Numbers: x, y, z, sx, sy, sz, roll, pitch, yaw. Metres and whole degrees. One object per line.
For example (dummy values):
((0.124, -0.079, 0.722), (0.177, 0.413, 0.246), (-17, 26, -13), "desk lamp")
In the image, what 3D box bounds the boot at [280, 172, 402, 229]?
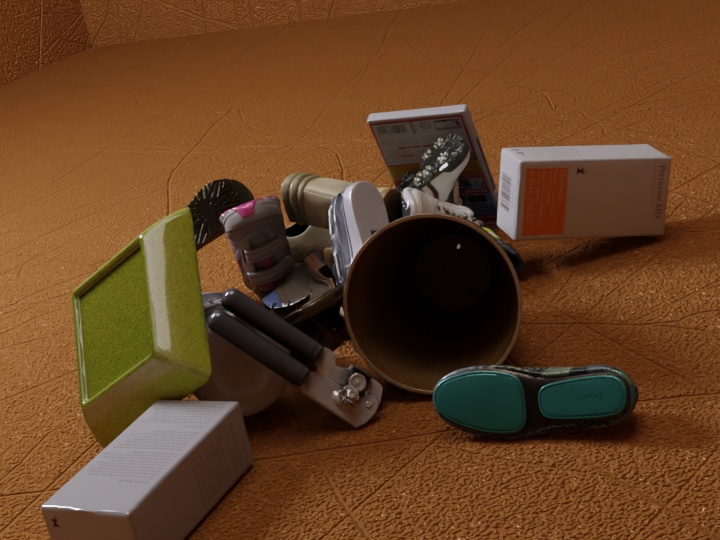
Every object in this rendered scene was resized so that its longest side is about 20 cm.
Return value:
((-0.008, -0.071, 1.683), (0.154, 0.074, 0.200), (11, -7, 20), "boot")

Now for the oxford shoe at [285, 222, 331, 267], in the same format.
((-0.041, -0.049, 1.784), (0.198, 0.075, 0.071), (-19, 21, -18), "oxford shoe")

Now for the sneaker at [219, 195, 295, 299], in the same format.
((-0.120, -0.025, 1.644), (0.081, 0.089, 0.200), (-21, -24, -1), "sneaker")

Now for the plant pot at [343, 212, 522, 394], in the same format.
((0.090, 0.020, 1.415), (0.184, 0.188, 0.200), (-8, 7, 12), "plant pot")

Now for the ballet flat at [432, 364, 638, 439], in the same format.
((0.169, 0.124, 1.237), (0.198, 0.075, 0.074), (0, 23, 25), "ballet flat")

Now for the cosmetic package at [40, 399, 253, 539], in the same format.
((-0.194, 0.199, 1.216), (0.101, 0.072, 0.200), (-2, 22, 28), "cosmetic package")

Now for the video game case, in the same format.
((0.105, -0.138, 1.765), (0.142, 0.201, 0.018), (-2, 45, 25), "video game case")

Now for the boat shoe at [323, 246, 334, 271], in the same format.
((0.009, 0.000, 1.630), (0.069, 0.071, 0.200), (-16, 19, -11), "boat shoe")

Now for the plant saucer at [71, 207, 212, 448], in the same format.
((-0.243, 0.059, 1.362), (0.048, 0.201, 0.199), (15, -37, -41), "plant saucer")

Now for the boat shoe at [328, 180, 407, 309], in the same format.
((0.000, 0.000, 1.507), (0.071, 0.202, 0.068), (0, -17, -40), "boat shoe")

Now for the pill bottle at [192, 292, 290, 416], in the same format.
((-0.154, 0.085, 1.424), (0.112, 0.114, 0.200), (-18, 12, -17), "pill bottle")

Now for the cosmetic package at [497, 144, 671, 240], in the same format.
((0.276, -0.097, 1.607), (0.198, 0.103, 0.071), (-3, 19, -13), "cosmetic package")

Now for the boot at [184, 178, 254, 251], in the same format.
((-0.246, -0.029, 1.724), (0.175, 0.066, 0.200), (-36, -4, -42), "boot")

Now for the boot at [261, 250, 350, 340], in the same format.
((-0.059, 0.054, 1.567), (0.097, 0.075, 0.200), (-34, 25, 1), "boot")

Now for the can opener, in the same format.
((-0.065, 0.092, 1.319), (0.053, 0.199, 0.066), (-58, 10, -16), "can opener")

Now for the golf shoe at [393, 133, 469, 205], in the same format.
((0.107, -0.111, 1.725), (0.200, 0.088, 0.078), (-45, 17, 57), "golf shoe")

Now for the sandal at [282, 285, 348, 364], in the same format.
((-0.048, 0.073, 1.402), (0.081, 0.055, 0.200), (-31, -15, -22), "sandal")

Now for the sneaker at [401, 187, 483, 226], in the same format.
((0.103, -0.062, 1.633), (0.080, 0.076, 0.200), (-3, -8, 19), "sneaker")

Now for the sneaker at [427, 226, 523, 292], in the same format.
((0.113, 0.003, 1.564), (0.199, 0.075, 0.081), (-27, 28, -29), "sneaker")
